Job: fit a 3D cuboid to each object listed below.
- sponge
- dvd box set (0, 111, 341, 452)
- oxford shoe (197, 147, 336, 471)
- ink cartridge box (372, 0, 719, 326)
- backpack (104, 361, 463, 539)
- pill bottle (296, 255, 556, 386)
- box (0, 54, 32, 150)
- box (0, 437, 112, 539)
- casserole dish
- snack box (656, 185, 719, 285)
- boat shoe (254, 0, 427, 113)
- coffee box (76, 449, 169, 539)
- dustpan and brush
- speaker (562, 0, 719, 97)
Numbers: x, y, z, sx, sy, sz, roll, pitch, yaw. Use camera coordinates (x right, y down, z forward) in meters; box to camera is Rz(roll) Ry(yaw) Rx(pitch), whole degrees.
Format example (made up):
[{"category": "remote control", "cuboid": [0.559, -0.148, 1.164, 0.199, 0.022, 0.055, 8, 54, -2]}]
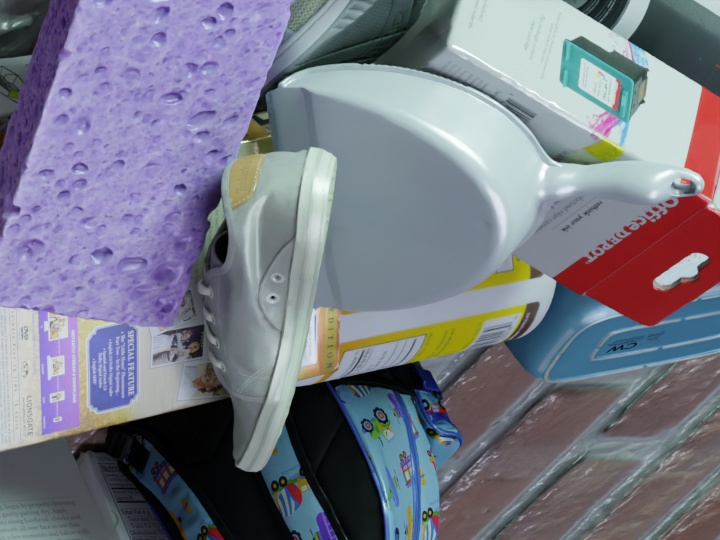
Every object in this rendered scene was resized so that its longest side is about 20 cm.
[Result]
[{"category": "sponge", "cuboid": [-0.105, -0.071, 1.356, 0.111, 0.030, 0.201, 8, 111, -36]}, {"category": "dvd box set", "cuboid": [-0.103, 0.003, 1.441, 0.199, 0.029, 0.147, -13, 123, -23]}, {"category": "oxford shoe", "cuboid": [-0.050, 0.017, 1.413, 0.057, 0.075, 0.201, 9, 134, -1]}, {"category": "ink cartridge box", "cuboid": [0.102, -0.062, 1.466, 0.199, 0.068, 0.116, 30, 144, -18]}, {"category": "backpack", "cuboid": [-0.027, 0.124, 1.679, 0.134, 0.201, 0.183, 4, 138, -46]}, {"category": "pill bottle", "cuboid": [0.000, 0.000, 1.590, 0.199, 0.110, 0.109, -11, 148, -30]}, {"category": "box", "cuboid": [-0.158, -0.035, 1.463, 0.110, 0.035, 0.200, -12, 148, -27]}, {"category": "box", "cuboid": [-0.209, 0.153, 1.556, 0.097, 0.201, 0.124, 0, 141, -43]}, {"category": "casserole dish", "cuboid": [0.174, 0.021, 1.698, 0.199, 0.039, 0.121, -9, 155, -22]}, {"category": "snack box", "cuboid": [0.194, -0.050, 1.650, 0.199, 0.142, 0.053, -12, 121, -28]}, {"category": "boat shoe", "cuboid": [-0.005, -0.148, 1.397, 0.074, 0.065, 0.202, -16, 156, -43]}, {"category": "coffee box", "cuboid": [-0.113, 0.245, 1.806, 0.199, 0.198, 0.200, 4, 140, -44]}, {"category": "dustpan and brush", "cuboid": [0.063, -0.039, 1.415, 0.199, 0.057, 0.140, 7, 129, 19]}, {"category": "speaker", "cuboid": [0.155, -0.127, 1.553, 0.081, 0.081, 0.200, -38, 151, 19]}]
